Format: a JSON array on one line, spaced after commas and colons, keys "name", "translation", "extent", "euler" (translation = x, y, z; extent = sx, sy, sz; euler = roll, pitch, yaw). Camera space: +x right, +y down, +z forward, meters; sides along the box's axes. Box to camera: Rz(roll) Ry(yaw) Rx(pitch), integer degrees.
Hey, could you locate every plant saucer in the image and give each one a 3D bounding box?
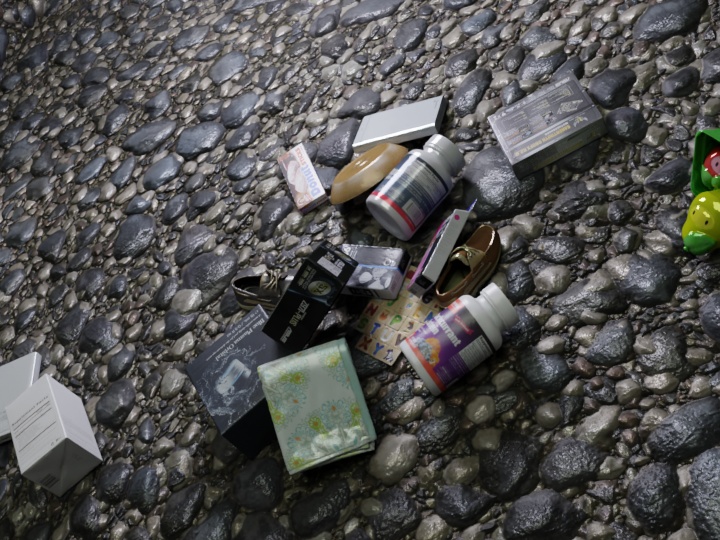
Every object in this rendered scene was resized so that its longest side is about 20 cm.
[{"name": "plant saucer", "translation": [0.009, -0.214, 1.868], "extent": [0.198, 0.036, 0.201], "euler": [-33, 18, 11]}]

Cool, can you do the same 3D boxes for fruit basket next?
[{"name": "fruit basket", "translation": [0.607, -0.121, 1.437], "extent": [0.211, 0.157, 0.218], "euler": [-7, 42, 7]}]

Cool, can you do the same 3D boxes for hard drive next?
[{"name": "hard drive", "translation": [-0.804, 0.297, 2.027], "extent": [0.130, 0.027, 0.202], "euler": [-22, 49, 16]}, {"name": "hard drive", "translation": [0.087, -0.324, 1.955], "extent": [0.197, 0.027, 0.133], "euler": [-10, 36, 24]}]

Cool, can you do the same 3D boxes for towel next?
[{"name": "towel", "translation": [-0.075, 0.239, 1.545], "extent": [0.168, 0.048, 0.203], "euler": [-18, 83, -1]}]

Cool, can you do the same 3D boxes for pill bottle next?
[{"name": "pill bottle", "translation": [0.175, 0.114, 1.528], "extent": [0.199, 0.112, 0.112], "euler": [-37, 46, 0]}, {"name": "pill bottle", "translation": [0.116, -0.171, 1.777], "extent": [0.200, 0.120, 0.119], "euler": [-48, 47, -11]}]

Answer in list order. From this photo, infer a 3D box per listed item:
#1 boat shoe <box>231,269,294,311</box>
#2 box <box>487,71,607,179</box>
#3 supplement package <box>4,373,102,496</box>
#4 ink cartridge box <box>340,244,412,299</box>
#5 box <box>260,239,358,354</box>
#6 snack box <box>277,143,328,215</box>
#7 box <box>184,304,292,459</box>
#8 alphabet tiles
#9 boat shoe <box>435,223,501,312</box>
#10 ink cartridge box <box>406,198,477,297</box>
[{"name": "boat shoe", "translation": [-0.184, 0.041, 1.827], "extent": [0.197, 0.074, 0.076], "euler": [-9, 52, 26]}, {"name": "box", "translation": [0.371, -0.291, 1.764], "extent": [0.198, 0.048, 0.160], "euler": [-28, 47, 10]}, {"name": "supplement package", "translation": [-0.642, 0.342, 1.840], "extent": [0.119, 0.122, 0.200], "euler": [-39, 45, -1]}, {"name": "ink cartridge box", "translation": [0.000, 0.000, 1.767], "extent": [0.197, 0.039, 0.101], "euler": [3, 58, 36]}, {"name": "box", "translation": [-0.091, 0.047, 1.650], "extent": [0.165, 0.085, 0.200], "euler": [-56, 0, 13]}, {"name": "snack box", "translation": [-0.134, -0.212, 2.024], "extent": [0.071, 0.024, 0.201], "euler": [-31, 46, 5]}, {"name": "box", "translation": [-0.200, 0.209, 1.680], "extent": [0.196, 0.118, 0.200], "euler": [-40, 47, -3]}, {"name": "alphabet tiles", "translation": [0.078, 0.083, 1.683], "extent": [0.165, 0.006, 0.201], "euler": [22, 70, 41]}, {"name": "boat shoe", "translation": [0.199, -0.008, 1.630], "extent": [0.075, 0.074, 0.202], "euler": [10, 59, 35]}, {"name": "ink cartridge box", "translation": [0.155, -0.049, 1.676], "extent": [0.037, 0.095, 0.202], "euler": [32, 65, -3]}]
